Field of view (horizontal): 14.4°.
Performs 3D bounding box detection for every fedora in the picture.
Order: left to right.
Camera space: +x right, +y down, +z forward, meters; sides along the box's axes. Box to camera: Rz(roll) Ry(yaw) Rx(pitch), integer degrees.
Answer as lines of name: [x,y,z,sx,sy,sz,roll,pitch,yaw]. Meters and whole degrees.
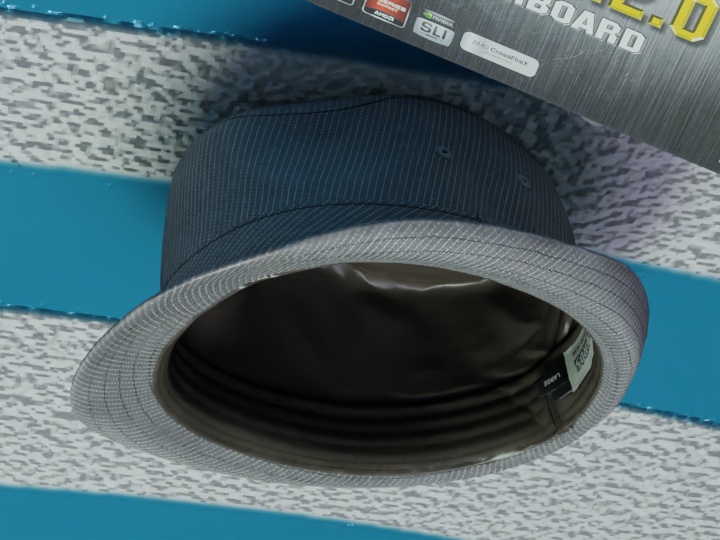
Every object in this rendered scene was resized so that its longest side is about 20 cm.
fedora: [0.000,0.000,0.958,0.199,0.091,0.177,10,146,-26]

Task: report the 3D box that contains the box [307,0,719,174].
box: [0.089,-0.107,0.774,0.199,0.048,0.159,23,139,0]

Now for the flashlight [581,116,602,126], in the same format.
flashlight: [0.147,-0.094,0.842,0.199,0.068,0.068,-12,-175,28]
